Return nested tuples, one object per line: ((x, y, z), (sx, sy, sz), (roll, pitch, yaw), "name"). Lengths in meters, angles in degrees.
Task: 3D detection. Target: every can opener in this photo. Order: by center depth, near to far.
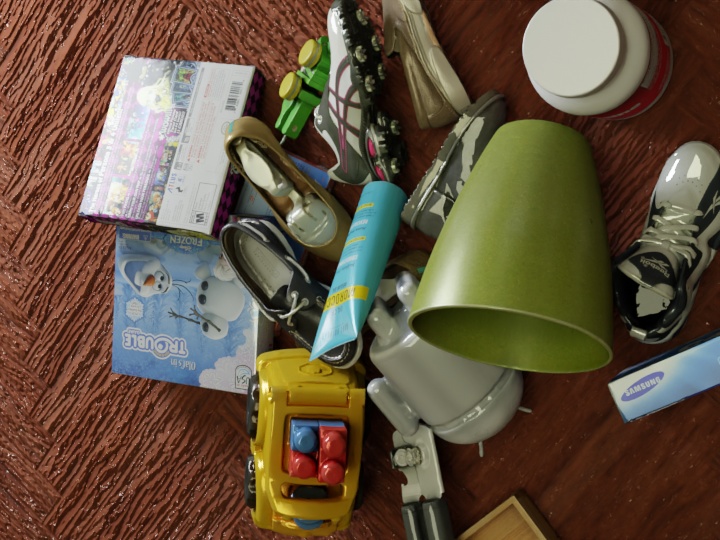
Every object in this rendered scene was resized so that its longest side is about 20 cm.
((0.076, 0.257, 1.238), (0.052, 0.066, 0.202), (-17, 77, 35), "can opener")

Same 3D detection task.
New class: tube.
((0.000, 0.000, 1.195), (0.050, 0.201, 0.077), (31, 145, -18), "tube")

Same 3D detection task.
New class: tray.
((0.126, 0.333, 1.257), (0.200, 0.037, 0.099), (-42, 78, 21), "tray")

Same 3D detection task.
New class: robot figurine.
((0.089, 0.095, 1.192), (0.169, 0.113, 0.200), (-38, 102, 10), "robot figurine")

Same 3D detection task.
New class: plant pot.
((0.152, -0.029, 1.080), (0.186, 0.187, 0.201), (4, 71, 24), "plant pot")

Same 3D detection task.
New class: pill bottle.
((0.217, -0.197, 1.076), (0.111, 0.200, 0.113), (2, 96, 24), "pill bottle")

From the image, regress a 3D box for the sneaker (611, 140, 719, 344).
((0.289, -0.022, 1.098), (0.079, 0.129, 0.200), (25, 105, 18), "sneaker")

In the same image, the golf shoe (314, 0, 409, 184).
((-0.015, -0.182, 1.225), (0.087, 0.077, 0.201), (-5, 110, 24), "golf shoe")

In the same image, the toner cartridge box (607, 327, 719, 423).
((0.339, 0.080, 1.105), (0.199, 0.095, 0.043), (-28, 83, 23), "toner cartridge box")

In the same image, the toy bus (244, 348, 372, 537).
((-0.050, 0.199, 1.221), (0.135, 0.192, 0.202), (3, 100, -9), "toy bus")

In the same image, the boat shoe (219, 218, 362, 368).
((-0.076, 0.023, 1.229), (0.074, 0.060, 0.200), (-44, 71, 21), "boat shoe")

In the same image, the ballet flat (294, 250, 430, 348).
((-0.005, 0.040, 1.268), (0.199, 0.072, 0.068), (-27, 83, 24), "ballet flat")

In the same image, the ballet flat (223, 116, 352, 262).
((-0.078, -0.077, 1.260), (0.069, 0.063, 0.200), (-41, 100, 17), "ballet flat")

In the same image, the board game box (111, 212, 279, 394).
((-0.192, 0.031, 1.346), (0.199, 0.043, 0.201), (5, 97, 24), "board game box")

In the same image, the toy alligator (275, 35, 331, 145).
((-0.063, -0.190, 1.286), (0.201, 0.059, 0.054), (-57, 29, 19), "toy alligator")

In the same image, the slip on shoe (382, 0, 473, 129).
((0.049, -0.242, 1.218), (0.060, 0.076, 0.201), (-27, 91, 12), "slip on shoe")

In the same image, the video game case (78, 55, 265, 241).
((-0.214, -0.141, 1.330), (0.180, 0.036, 0.202), (8, 78, 23), "video game case")

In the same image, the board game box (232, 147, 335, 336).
((-0.104, -0.037, 1.334), (0.102, 0.019, 0.201), (27, 105, 22), "board game box")

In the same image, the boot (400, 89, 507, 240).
((0.161, -0.058, 1.186), (0.200, 0.072, 0.183), (36, 108, 19), "boot")
